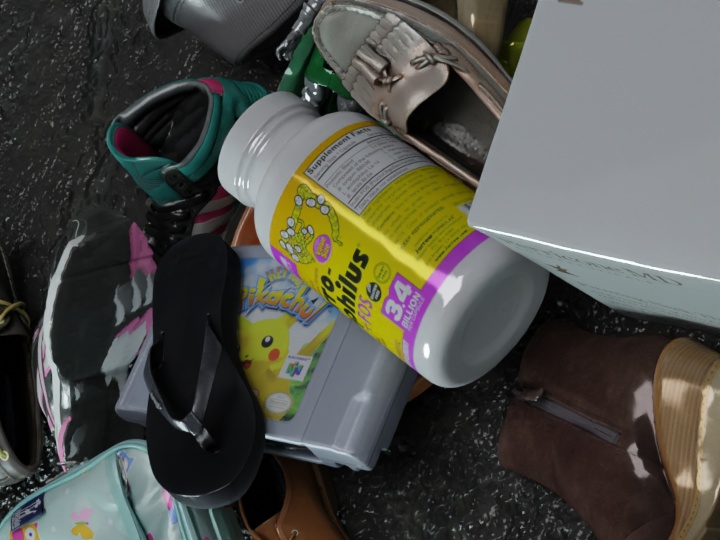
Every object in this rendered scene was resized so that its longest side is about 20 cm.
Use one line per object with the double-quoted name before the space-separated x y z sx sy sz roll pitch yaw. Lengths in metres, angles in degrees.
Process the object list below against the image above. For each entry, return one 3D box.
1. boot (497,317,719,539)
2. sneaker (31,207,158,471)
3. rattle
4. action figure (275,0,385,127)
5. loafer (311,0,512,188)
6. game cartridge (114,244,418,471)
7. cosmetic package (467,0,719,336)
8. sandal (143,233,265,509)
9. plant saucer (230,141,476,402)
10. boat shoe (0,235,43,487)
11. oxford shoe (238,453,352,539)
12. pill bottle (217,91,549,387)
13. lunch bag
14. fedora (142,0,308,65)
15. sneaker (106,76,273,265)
"boot" 0.146 0.132 1.188 0.166 0.072 0.201 11 82 48
"sneaker" -0.192 0.044 1.381 0.086 0.080 0.201 44 132 45
"rattle" 0.090 -0.163 1.324 0.200 0.142 0.131 -131 31 -72
"action figure" -0.009 -0.135 1.289 0.118 0.055 0.201 25 115 24
"loafer" 0.053 -0.096 1.200 0.200 0.063 0.072 36 121 4
"game cartridge" -0.053 0.049 1.296 0.199 0.040 0.134 7 61 34
"cosmetic package" 0.194 -0.059 1.122 0.167 0.200 0.167 14 83 37
"sandal" -0.107 0.059 1.269 0.076 0.043 0.201 -24 50 16
"plant saucer" 0.000 0.000 1.336 0.200 0.032 0.201 -12 68 30
"boat shoe" -0.261 0.055 1.468 0.060 0.072 0.202 -14 75 29
"oxford shoe" -0.034 0.185 1.273 0.071 0.071 0.200 -40 58 14
"pill bottle" 0.008 -0.025 1.215 0.200 0.104 0.104 37 96 28
"lunch bag" -0.139 0.208 1.305 0.160 0.077 0.201 -31 75 28
"fedora" -0.055 -0.215 1.385 0.090 0.177 0.200 42 97 6
"sneaker" -0.130 -0.046 1.379 0.084 0.121 0.201 29 92 40
